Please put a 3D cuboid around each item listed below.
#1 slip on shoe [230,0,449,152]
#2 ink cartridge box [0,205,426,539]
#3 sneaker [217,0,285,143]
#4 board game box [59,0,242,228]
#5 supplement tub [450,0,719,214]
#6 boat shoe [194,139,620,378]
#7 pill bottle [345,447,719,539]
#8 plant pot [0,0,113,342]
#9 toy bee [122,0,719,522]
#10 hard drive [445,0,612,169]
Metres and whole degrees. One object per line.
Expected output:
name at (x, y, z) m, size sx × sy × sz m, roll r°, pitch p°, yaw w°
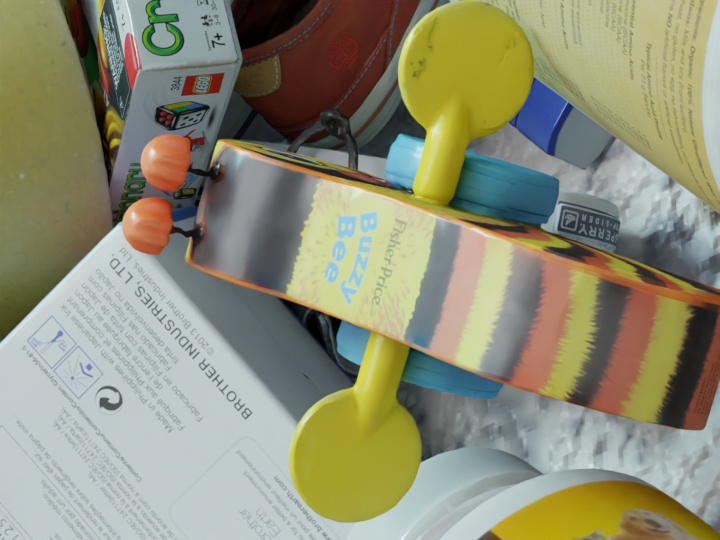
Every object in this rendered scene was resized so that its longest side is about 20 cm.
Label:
slip on shoe at (0.008, -0.137, 0.816) m, size 0.074 × 0.061 × 0.200 m, roll 19°, pitch 84°, yaw 52°
ink cartridge box at (-0.085, 0.096, 0.775) m, size 0.200 × 0.076 × 0.136 m, roll -44°, pitch 81°, yaw 13°
sneaker at (-0.077, -0.058, 0.900) m, size 0.200 × 0.071 × 0.073 m, roll -53°, pitch 48°, yaw 29°
board game box at (-0.083, -0.119, 0.819) m, size 0.126 × 0.035 × 0.200 m, roll 115°, pitch 145°, yaw -60°
supplement tub at (0.120, -0.083, 0.644) m, size 0.200 × 0.145 × 0.145 m, roll 43°, pitch 107°, yaw 48°
boat shoe at (0.000, 0.000, 0.809) m, size 0.200 × 0.072 × 0.068 m, roll 10°, pitch 87°, yaw 47°
pill bottle at (0.075, 0.121, 0.636) m, size 0.200 × 0.109 × 0.109 m, roll 35°, pitch 101°, yaw 49°
plant pot at (-0.189, -0.042, 0.817) m, size 0.200 × 0.142 × 0.200 m, roll 43°, pitch 145°, yaw 40°
toy bee at (-0.004, 0.001, 0.671) m, size 0.200 × 0.109 × 0.131 m, roll -10°, pitch 74°, yaw 50°
hard drive at (0.047, -0.136, 0.841) m, size 0.132 × 0.025 × 0.200 m, roll -60°, pitch 41°, yaw 12°
